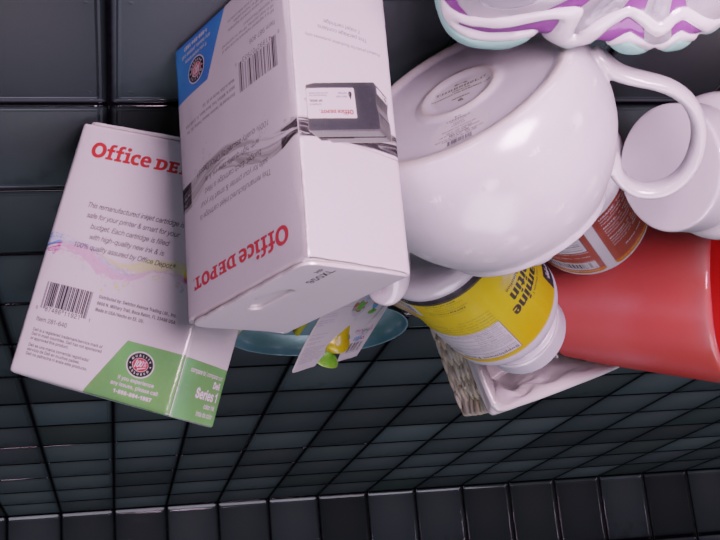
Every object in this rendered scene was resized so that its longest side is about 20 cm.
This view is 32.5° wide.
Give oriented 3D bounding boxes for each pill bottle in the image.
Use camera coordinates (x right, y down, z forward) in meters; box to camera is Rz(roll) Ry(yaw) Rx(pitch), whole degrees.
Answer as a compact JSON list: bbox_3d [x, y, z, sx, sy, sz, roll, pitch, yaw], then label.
[{"bbox_3d":[0.305,-0.083,0.971,0.198,0.116,0.114,-5,165,-38],"label":"pill bottle"},{"bbox_3d":[0.103,0.014,1.064,0.111,0.113,0.200,-15,146,27],"label":"pill bottle"},{"bbox_3d":[0.168,-0.074,1.012,0.111,0.114,0.200,-12,161,19],"label":"pill bottle"}]

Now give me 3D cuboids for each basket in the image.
[{"bbox_3d":[0.188,0.070,1.364,0.198,0.137,0.123,-18,174,-20],"label":"basket"}]

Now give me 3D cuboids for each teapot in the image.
[{"bbox_3d":[0.101,-0.067,0.846,0.199,0.197,0.147,12,141,54],"label":"teapot"}]

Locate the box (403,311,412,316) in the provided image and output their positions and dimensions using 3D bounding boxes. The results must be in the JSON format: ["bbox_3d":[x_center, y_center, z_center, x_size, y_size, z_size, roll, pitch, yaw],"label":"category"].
[{"bbox_3d":[0.023,0.002,1.310,0.198,0.050,0.198,2,159,-22],"label":"box"}]

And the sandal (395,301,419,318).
[{"bbox_3d":[0.082,0.029,1.168,0.078,0.070,0.211,-53,146,14],"label":"sandal"}]

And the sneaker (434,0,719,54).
[{"bbox_3d":[0.142,-0.186,0.716,0.197,0.079,0.140,-7,163,2],"label":"sneaker"}]

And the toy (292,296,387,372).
[{"bbox_3d":[0.000,0.000,1.161,0.115,0.047,0.201,-8,130,-57],"label":"toy"}]

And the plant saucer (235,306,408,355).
[{"bbox_3d":[-0.048,0.053,1.326,0.197,0.028,0.200,-4,161,-1],"label":"plant saucer"}]

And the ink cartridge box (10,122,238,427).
[{"bbox_3d":[-0.163,0.002,0.947,0.143,0.202,0.084,12,171,21],"label":"ink cartridge box"}]

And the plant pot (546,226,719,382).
[{"bbox_3d":[0.281,0.012,1.213,0.176,0.203,0.200,-2,166,30],"label":"plant pot"}]

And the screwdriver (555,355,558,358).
[{"bbox_3d":[0.141,0.010,1.208,0.029,0.028,0.201,3,132,54],"label":"screwdriver"}]

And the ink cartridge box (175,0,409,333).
[{"bbox_3d":[-0.049,-0.074,0.800,0.084,0.202,0.144,8,158,-36],"label":"ink cartridge box"}]

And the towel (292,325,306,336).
[{"bbox_3d":[-0.015,-0.027,1.081,0.018,0.087,0.200,23,139,-14],"label":"towel"}]
